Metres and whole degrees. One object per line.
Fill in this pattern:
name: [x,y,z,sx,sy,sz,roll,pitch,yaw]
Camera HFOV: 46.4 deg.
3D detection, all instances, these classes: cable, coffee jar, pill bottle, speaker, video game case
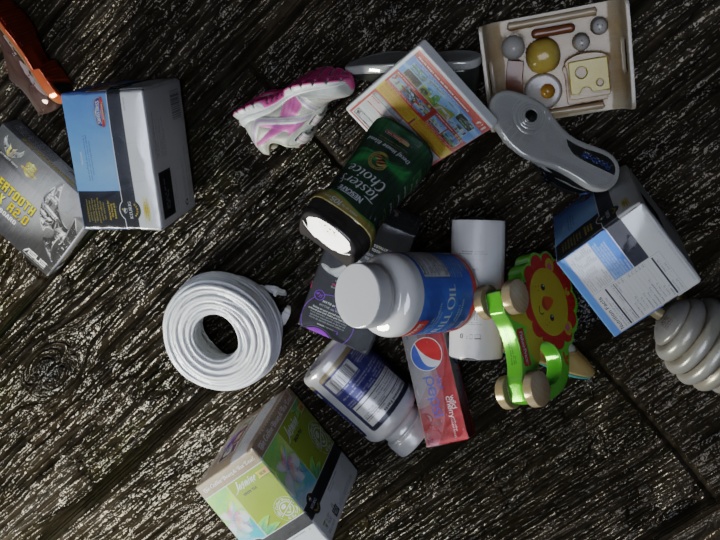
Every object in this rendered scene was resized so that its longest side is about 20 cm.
cable: [-0.224,0.102,1.363,0.197,0.069,0.203,18,112,5]
coffee jar: [0.007,-0.106,1.143,0.104,0.086,0.201,34,68,7]
pill bottle: [0.062,0.032,1.130,0.111,0.198,0.115,1,92,44]
speaker: [0.169,0.025,1.218,0.080,0.081,0.204,1,92,12]
video game case: [0.078,-0.213,1.146,0.143,0.018,0.199,45,150,-12]
pill bottle: [0.017,0.197,1.321,0.200,0.111,0.111,42,112,-5]

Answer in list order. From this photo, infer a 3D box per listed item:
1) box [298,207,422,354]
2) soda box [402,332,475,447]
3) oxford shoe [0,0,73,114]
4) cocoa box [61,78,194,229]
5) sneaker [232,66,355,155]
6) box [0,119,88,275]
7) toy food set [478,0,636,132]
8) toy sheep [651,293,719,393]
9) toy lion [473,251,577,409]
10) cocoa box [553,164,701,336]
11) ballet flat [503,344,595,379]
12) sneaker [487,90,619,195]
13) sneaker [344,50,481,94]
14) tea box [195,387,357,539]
box: [0.000,0.000,1.259,0.121,0.106,0.203,23,111,2]
soda box: [0.116,0.160,1.276,0.069,0.063,0.204,-15,83,17]
oxford shoe: [-0.526,-0.332,1.279,0.072,0.071,0.202,-27,102,24]
cocoa box: [-0.341,-0.174,1.250,0.129,0.134,0.204,0,109,12]
sneaker: [-0.086,-0.229,1.214,0.198,0.082,0.089,-15,112,33]
box: [-0.532,-0.117,1.365,0.200,0.048,0.158,43,112,-5]
toy food set: [0.266,-0.274,1.132,0.196,0.060,0.146,-6,107,15]
toy sheep: [0.479,0.099,1.177,0.198,0.138,0.139,27,112,2]
toy lion: [0.251,0.078,1.185,0.068,0.190,0.204,-15,86,45]
cocoa box: [0.347,-0.032,1.123,0.131,0.200,0.134,-38,99,21]
ballet flat: [0.262,0.107,1.262,0.197,0.069,0.064,16,107,6]
sneaker: [0.247,-0.163,1.146,0.198,0.112,0.074,34,85,-2]
sneaker: [0.073,-0.252,1.178,0.196,0.071,0.101,5,122,19]
tea box: [-0.128,0.337,1.353,0.133,0.200,0.197,-36,99,21]
